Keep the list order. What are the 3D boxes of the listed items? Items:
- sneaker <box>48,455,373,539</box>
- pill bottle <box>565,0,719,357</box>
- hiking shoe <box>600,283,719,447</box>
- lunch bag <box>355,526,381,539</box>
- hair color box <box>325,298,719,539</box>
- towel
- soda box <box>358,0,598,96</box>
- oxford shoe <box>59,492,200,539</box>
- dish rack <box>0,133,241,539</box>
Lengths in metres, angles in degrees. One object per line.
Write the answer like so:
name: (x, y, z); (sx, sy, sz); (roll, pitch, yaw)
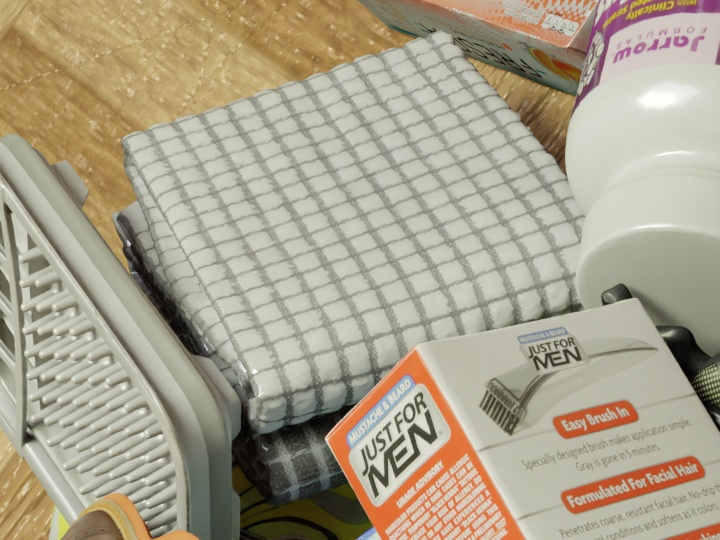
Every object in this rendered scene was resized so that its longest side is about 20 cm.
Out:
sneaker: (-0.061, 0.111, 1.170); (0.200, 0.075, 0.077); (-19, 48, 38)
pill bottle: (0.139, -0.068, 1.052); (0.112, 0.112, 0.200); (-18, 43, 37)
hiking shoe: (0.145, 0.075, 0.937); (0.076, 0.101, 0.200); (-32, 36, -27)
lunch bag: (0.023, 0.171, 0.966); (0.170, 0.127, 0.200); (-38, 43, 36)
hair color box: (0.087, 0.113, 0.886); (0.064, 0.111, 0.200); (-45, 65, 40)
towel: (0.000, 0.000, 1.132); (0.165, 0.086, 0.200); (-20, 37, -13)
soda box: (0.067, -0.130, 1.232); (0.200, 0.064, 0.068); (27, 82, 52)
oxford shoe: (-0.100, 0.130, 1.029); (0.073, 0.071, 0.200); (-27, 5, -18)
dish rack: (-0.102, 0.047, 1.112); (0.043, 0.172, 0.200); (-22, 53, -22)
